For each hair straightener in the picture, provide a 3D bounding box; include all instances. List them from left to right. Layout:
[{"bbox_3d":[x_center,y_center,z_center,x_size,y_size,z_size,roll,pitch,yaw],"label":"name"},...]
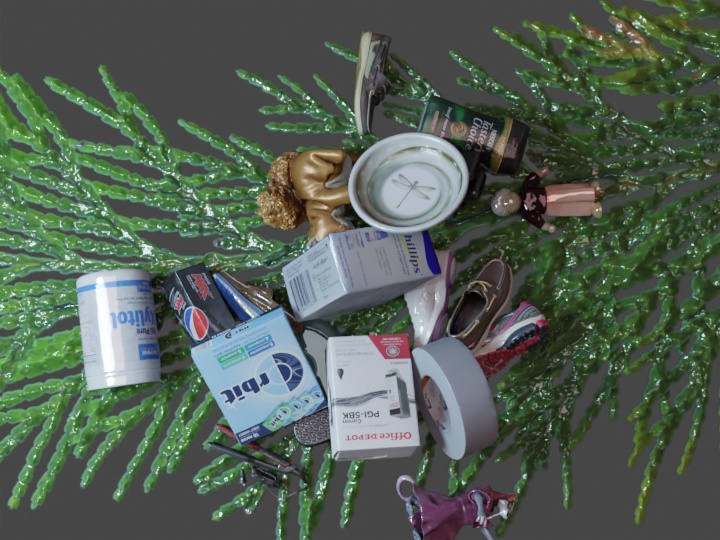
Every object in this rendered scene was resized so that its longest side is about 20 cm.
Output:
[{"bbox_3d":[-0.187,0.352,1.544,0.200,0.041,0.077,28,85,-2],"label":"hair straightener"}]

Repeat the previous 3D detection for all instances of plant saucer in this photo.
[{"bbox_3d":[-0.111,0.180,1.563,0.199,0.027,0.201,0,84,1],"label":"plant saucer"},{"bbox_3d":[0.081,-0.136,1.426,0.199,0.050,0.201,-5,58,9],"label":"plant saucer"}]

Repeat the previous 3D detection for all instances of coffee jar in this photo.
[{"bbox_3d":[0.204,-0.245,1.579,0.199,0.085,0.105,16,85,1],"label":"coffee jar"}]

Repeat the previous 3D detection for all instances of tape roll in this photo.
[{"bbox_3d":[0.156,0.216,1.468,0.066,0.200,0.201,-18,84,-18],"label":"tape roll"}]

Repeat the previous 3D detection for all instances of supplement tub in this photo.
[{"bbox_3d":[-0.425,0.104,1.519,0.131,0.132,0.201,-9,84,-1],"label":"supplement tub"}]

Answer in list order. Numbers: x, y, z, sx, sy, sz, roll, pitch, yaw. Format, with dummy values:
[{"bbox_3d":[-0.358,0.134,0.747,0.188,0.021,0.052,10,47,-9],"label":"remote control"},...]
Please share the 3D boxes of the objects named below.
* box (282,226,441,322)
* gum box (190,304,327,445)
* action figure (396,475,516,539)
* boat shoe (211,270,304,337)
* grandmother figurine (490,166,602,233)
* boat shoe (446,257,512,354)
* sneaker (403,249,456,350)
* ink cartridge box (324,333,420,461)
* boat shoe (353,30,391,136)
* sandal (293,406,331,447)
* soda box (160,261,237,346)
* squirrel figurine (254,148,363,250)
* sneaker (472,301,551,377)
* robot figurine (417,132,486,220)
[{"bbox_3d":[0.000,0.000,1.468,0.199,0.184,0.105,-10,78,-34],"label":"box"},{"bbox_3d":[-0.172,0.183,1.481,0.169,0.045,0.200,-24,116,-3],"label":"gum box"},{"bbox_3d":[0.180,0.424,1.520,0.199,0.134,0.149,-17,41,-14],"label":"action figure"},{"bbox_3d":[-0.185,0.064,1.556,0.200,0.072,0.072,42,60,16],"label":"boat shoe"},{"bbox_3d":[0.337,-0.131,1.582,0.199,0.061,0.122,-4,75,-3],"label":"grandmother figurine"},{"bbox_3d":[0.212,0.055,1.533,0.072,0.060,0.200,13,62,37],"label":"boat shoe"},{"bbox_3d":[0.113,0.057,1.565,0.099,0.075,0.201,9,84,20],"label":"sneaker"},{"bbox_3d":[0.019,0.218,1.488,0.146,0.083,0.201,-2,68,-9],"label":"ink cartridge box"},{"bbox_3d":[0.025,-0.348,1.597,0.066,0.072,0.202,3,79,5],"label":"boat shoe"},{"bbox_3d":[-0.021,0.266,1.541,0.200,0.048,0.076,-10,71,-3],"label":"sandal"},{"bbox_3d":[-0.275,0.090,1.540,0.071,0.063,0.200,-23,82,-46],"label":"soda box"},{"bbox_3d":[-0.084,-0.121,1.559,0.199,0.142,0.187,2,94,14],"label":"squirrel figurine"},{"bbox_3d":[0.243,0.132,1.551,0.200,0.081,0.075,-29,48,7],"label":"sneaker"},{"bbox_3d":[0.119,-0.164,1.532,0.199,0.125,0.151,-2,93,27],"label":"robot figurine"}]
